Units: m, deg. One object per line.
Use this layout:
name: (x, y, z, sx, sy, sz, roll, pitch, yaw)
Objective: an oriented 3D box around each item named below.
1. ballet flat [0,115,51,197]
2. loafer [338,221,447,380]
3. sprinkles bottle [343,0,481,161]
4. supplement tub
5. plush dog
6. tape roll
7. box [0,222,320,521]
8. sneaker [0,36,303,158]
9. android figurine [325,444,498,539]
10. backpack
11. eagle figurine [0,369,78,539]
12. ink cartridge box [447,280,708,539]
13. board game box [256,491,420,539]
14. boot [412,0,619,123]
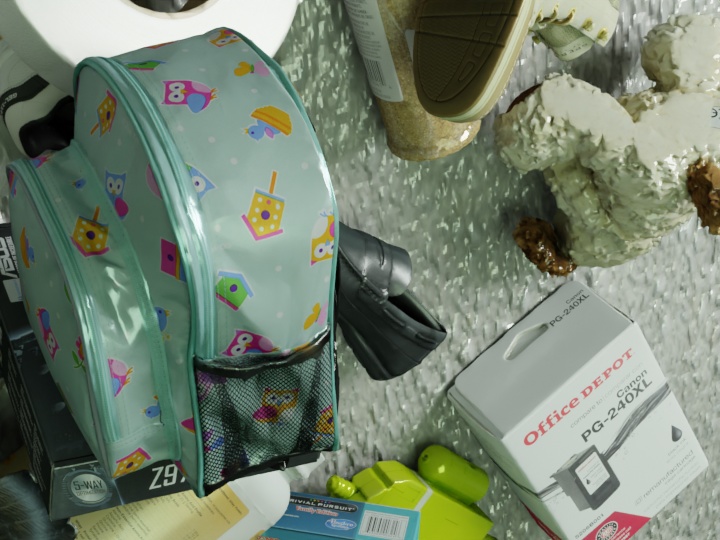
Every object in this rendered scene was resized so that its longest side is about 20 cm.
ballet flat: (-0.263, -0.051, 0.705, 0.198, 0.069, 0.070, -12, 120, -25)
loafer: (0.000, 0.000, 0.877, 0.070, 0.068, 0.201, -28, 134, 7)
sprinkles bottle: (0.024, -0.169, 0.808, 0.068, 0.068, 0.201, -29, 126, -14)
supplement tub: (-0.136, 0.138, 0.827, 0.199, 0.144, 0.145, -38, 127, -8)
plush dog: (0.201, -0.065, 0.922, 0.199, 0.161, 0.172, -28, 161, -16)
tape roll: (-0.117, -0.185, 0.682, 0.201, 0.037, 0.205, 3, 85, -39)
box: (-0.129, 0.042, 0.745, 0.159, 0.201, 0.044, -8, 134, -25)
sneaker: (-0.119, -0.084, 0.747, 0.198, 0.088, 0.076, 5, 135, -29)
android figurine: (0.028, 0.225, 1.031, 0.199, 0.041, 0.183, 31, 97, -38)
backpack: (-0.089, -0.010, 0.619, 0.152, 0.176, 0.201, -9, 132, -26)
eagle figurine: (-0.271, 0.131, 0.733, 0.198, 0.151, 0.153, -7, 98, -21)
ink cartridge box: (0.183, 0.130, 1.044, 0.145, 0.083, 0.200, -40, 128, -6)
board game box: (-0.037, 0.266, 0.962, 0.149, 0.047, 0.202, 8, 117, 8)
boot: (0.108, -0.166, 0.812, 0.154, 0.072, 0.202, 33, 69, -55)
